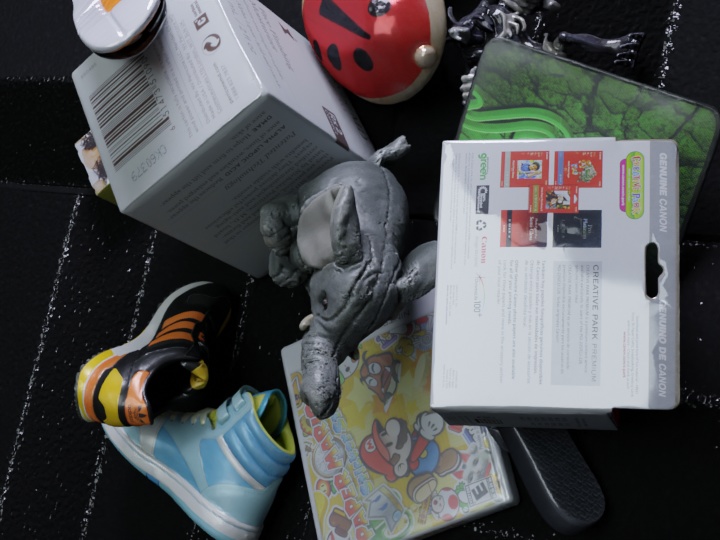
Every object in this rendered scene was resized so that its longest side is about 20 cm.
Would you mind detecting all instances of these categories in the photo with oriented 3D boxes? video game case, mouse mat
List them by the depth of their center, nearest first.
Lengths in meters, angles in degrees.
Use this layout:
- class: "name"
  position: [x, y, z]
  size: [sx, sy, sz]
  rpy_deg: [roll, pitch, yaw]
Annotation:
- class: "mouse mat"
  position: [0.166, -0.078, 1.028]
  size: [0.198, 0.008, 0.163]
  rpy_deg: [21, 104, 17]
- class: "video game case"
  position: [0.027, 0.126, 1.100]
  size: [0.181, 0.023, 0.202]
  rpy_deg: [-25, 64, 24]

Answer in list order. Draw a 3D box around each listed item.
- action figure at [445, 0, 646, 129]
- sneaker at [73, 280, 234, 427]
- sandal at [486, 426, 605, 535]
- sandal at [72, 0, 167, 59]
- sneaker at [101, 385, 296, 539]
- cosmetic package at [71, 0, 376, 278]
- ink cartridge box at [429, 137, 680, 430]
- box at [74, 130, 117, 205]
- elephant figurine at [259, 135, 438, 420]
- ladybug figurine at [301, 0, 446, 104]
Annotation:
- class: "action figure"
  position: [0.133, -0.185, 1.085]
  size: [0.198, 0.102, 0.120]
  rpy_deg: [22, 98, 33]
- class: "sneaker"
  position: [-0.156, 0.078, 1.149]
  size: [0.089, 0.200, 0.071]
  rpy_deg: [11, 122, 30]
- class: "sandal"
  position: [0.121, 0.114, 1.021]
  size: [0.043, 0.075, 0.202]
  rpy_deg: [-48, 52, 42]
- class: "sandal"
  position: [-0.196, -0.220, 1.090]
  size: [0.079, 0.059, 0.207]
  rpy_deg: [-33, 35, 1]
- class: "sneaker"
  position: [-0.135, 0.137, 1.166]
  size: [0.199, 0.079, 0.131]
  rpy_deg: [36, 97, 25]
- class: "cosmetic package"
  position: [-0.113, -0.126, 1.157]
  size: [0.164, 0.199, 0.166]
  rpy_deg: [-36, 59, 18]
- class: "ink cartridge box"
  position: [0.146, 0.011, 0.960]
  size: [0.173, 0.084, 0.203]
  rpy_deg: [0, 75, 15]
- class: "box"
  position: [-0.191, -0.155, 1.305]
  size: [0.200, 0.050, 0.076]
  rpy_deg: [-40, 59, 14]
- class: "elephant figurine"
  position: [0.000, 0.000, 1.048]
  size: [0.200, 0.140, 0.157]
  rpy_deg: [-124, 27, -66]
- class: "ladybug figurine"
  position: [0.006, -0.221, 1.159]
  size: [0.200, 0.071, 0.137]
  rpy_deg: [40, 118, 53]
